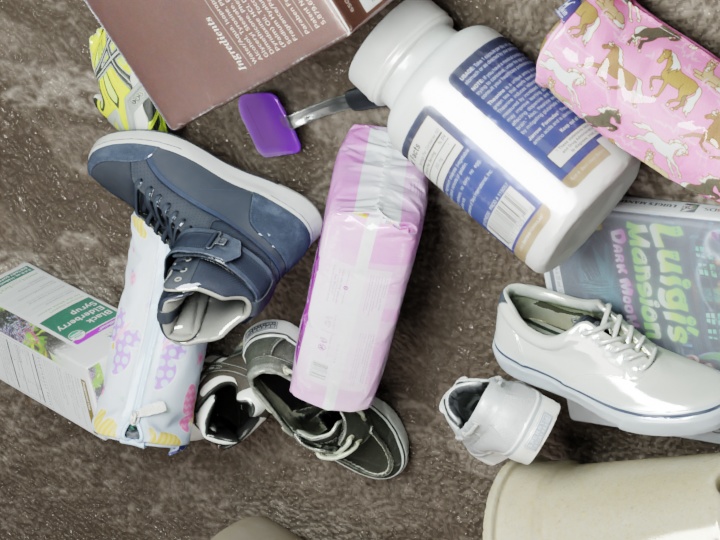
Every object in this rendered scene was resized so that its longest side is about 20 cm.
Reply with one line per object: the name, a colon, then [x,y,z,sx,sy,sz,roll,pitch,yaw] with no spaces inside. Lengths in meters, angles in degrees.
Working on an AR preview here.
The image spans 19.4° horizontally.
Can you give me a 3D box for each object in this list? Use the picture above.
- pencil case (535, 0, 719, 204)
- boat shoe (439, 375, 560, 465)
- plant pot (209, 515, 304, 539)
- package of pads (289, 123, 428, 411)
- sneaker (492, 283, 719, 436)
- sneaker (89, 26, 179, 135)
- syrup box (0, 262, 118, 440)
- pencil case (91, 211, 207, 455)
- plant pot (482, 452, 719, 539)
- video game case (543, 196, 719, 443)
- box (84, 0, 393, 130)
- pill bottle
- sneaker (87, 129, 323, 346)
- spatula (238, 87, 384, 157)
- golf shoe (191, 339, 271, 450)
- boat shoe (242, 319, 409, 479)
pencil case: [0.214,-0.113,1.413,0.200,0.083,0.087,36,146,10]
boat shoe: [0.096,0.109,1.606,0.068,0.072,0.200,30,180,-5]
plant pot: [-0.071,0.320,1.878,0.174,0.200,0.200,43,138,26]
package of pads: [0.000,0.000,1.619,0.075,0.121,0.200,14,130,0]
sneaker: [0.181,0.063,1.536,0.200,0.073,0.071,16,136,29]
sneaker: [-0.181,-0.185,1.660,0.076,0.075,0.200,25,130,20]
syrup box: [-0.262,0.069,1.864,0.200,0.079,0.082,23,133,43]
pencil case: [-0.168,0.048,1.747,0.083,0.091,0.201,12,93,18]
plant pot: [0.221,0.218,1.584,0.183,0.201,0.201,-18,109,31]
video game case: [0.223,0.038,1.555,0.181,0.023,0.201,7,124,33]
box: [-0.073,-0.232,1.480,0.200,0.166,0.164,-23,106,43]
pill bottle: [0.091,-0.101,1.486,0.200,0.111,0.111,42,136,12]
sneaker: [-0.150,-0.025,1.640,0.202,0.146,0.077,20,143,16]
spatula: [-0.023,-0.126,1.622,0.200,0.021,0.057,-11,112,40]
golf shoe: [-0.129,0.115,1.820,0.078,0.095,0.200,47,138,-9]
boat shoe: [-0.030,0.123,1.729,0.071,0.064,0.200,-30,127,23]
